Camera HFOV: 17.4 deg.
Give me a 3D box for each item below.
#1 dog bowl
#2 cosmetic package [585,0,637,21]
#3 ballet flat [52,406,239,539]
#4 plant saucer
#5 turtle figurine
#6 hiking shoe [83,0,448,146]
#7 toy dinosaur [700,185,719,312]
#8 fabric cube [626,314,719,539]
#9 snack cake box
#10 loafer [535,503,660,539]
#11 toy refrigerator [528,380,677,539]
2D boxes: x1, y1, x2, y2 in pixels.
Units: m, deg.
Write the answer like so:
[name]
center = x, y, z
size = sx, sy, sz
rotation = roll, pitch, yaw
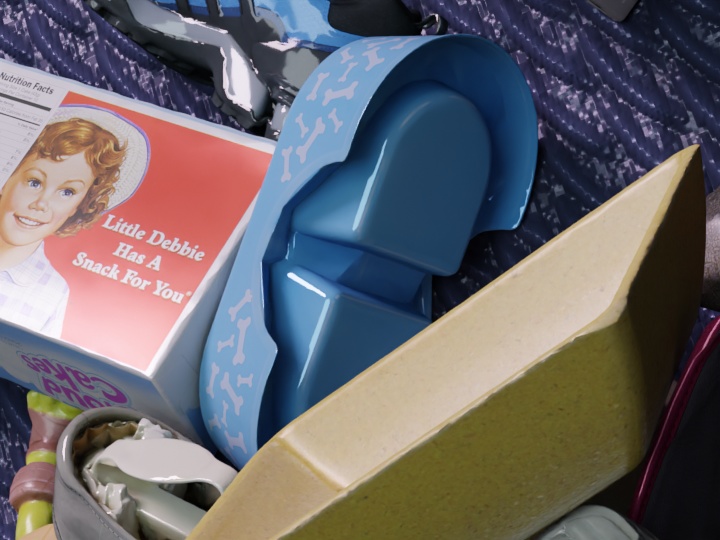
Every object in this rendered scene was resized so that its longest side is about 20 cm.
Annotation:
[dog bowl]
center = 0.000, 0.000, 0.924
size = 0.049, 0.111, 0.202
rotation = 20, 91, 42
[cosmetic package]
center = 0.039, -0.194, 0.935
size = 0.200, 0.107, 0.091
rotation = 38, 99, 26
[ballet flat]
center = -0.036, 0.108, 0.852
size = 0.199, 0.067, 0.064
rotation = 25, 131, 29
[plant saucer]
center = 0.029, 0.054, 0.738
size = 0.199, 0.200, 0.049
rotation = -36, 95, 21
[turtle figurine]
center = -0.117, 0.124, 0.947
size = 0.198, 0.065, 0.162
rotation = -3, 43, 28
[hiking shoe]
center = -0.059, -0.123, 1.001
size = 0.200, 0.074, 0.087
rotation = 38, 92, 18
[toy dinosaur]
center = 0.157, -0.016, 0.839
size = 0.198, 0.102, 0.078
rotation = 2, 109, 27
[fabric cube]
center = 0.197, 0.142, 0.742
size = 0.199, 0.199, 0.198
rotation = 19, 91, 29
[snack cake box]
center = -0.121, -0.013, 0.985
size = 0.199, 0.067, 0.115
rotation = 19, 65, 32
[loafer]
center = 0.108, 0.148, 0.637
size = 0.070, 0.070, 0.200
rotation = -49, 54, 6
[toy refrigerator]
center = 0.043, 0.112, 0.898
size = 0.070, 0.076, 0.200
rotation = 44, 101, 26
